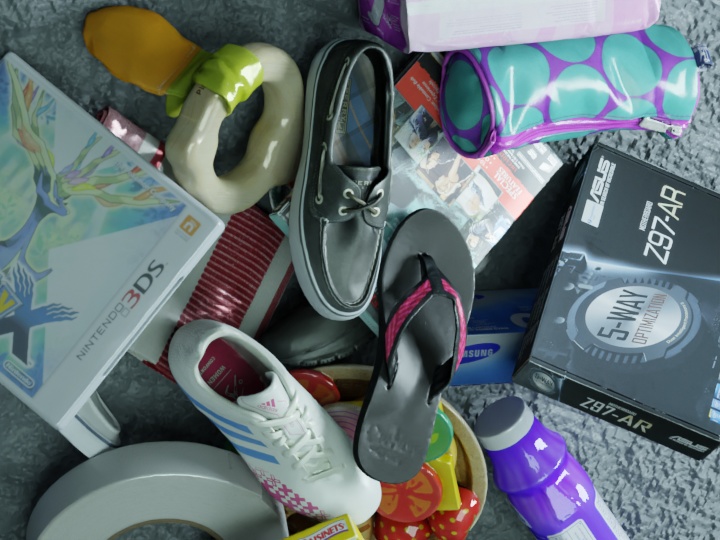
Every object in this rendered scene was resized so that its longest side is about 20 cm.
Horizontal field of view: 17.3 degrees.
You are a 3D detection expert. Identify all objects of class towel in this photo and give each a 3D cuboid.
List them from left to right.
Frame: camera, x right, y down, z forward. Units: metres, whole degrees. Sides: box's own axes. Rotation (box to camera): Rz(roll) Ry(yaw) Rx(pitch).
[{"bbox_3d":[-0.143,-0.008,1.715,0.200,0.023,0.145,34,76,-32],"label":"towel"}]

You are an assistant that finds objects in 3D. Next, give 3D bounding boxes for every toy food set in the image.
[{"bbox_3d":[-0.003,0.152,1.792,0.199,0.049,0.199,-3,123,16],"label":"toy food set"}]

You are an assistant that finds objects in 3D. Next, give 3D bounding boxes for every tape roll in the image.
[{"bbox_3d":[-0.151,0.209,1.773,0.201,0.037,0.204,-5,133,-6],"label":"tape roll"}]

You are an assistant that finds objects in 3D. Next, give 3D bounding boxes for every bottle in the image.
[{"bbox_3d":[0.158,0.187,1.882,0.065,0.084,0.200,-36,118,-2],"label":"bottle"}]

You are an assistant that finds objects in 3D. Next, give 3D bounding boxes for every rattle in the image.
[{"bbox_3d":[-0.105,-0.100,1.712,0.200,0.142,0.131,30,70,-63],"label":"rattle"}]

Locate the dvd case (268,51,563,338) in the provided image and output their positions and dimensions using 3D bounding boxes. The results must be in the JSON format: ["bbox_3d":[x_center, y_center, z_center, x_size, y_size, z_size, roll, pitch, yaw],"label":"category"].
[{"bbox_3d":[0.044,-0.060,1.736,0.146,0.022,0.200,47,68,-18],"label":"dvd case"}]

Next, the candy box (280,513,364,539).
[{"bbox_3d":[-0.033,0.240,1.779,0.102,0.027,0.200,-21,155,1],"label":"candy box"}]

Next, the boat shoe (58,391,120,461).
[{"bbox_3d":[-0.223,0.054,1.710,0.065,0.074,0.200,-34,118,1],"label":"boat shoe"}]

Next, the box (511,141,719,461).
[{"bbox_3d":[0.216,0.021,1.773,0.159,0.044,0.201,23,62,-6],"label":"box"}]

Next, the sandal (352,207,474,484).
[{"bbox_3d":[0.044,0.054,1.693,0.075,0.045,0.201,15,80,-19],"label":"sandal"}]

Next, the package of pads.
[{"bbox_3d":[0.104,-0.206,1.693,0.199,0.120,0.076,-8,107,-16],"label":"package of pads"}]

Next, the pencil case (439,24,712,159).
[{"bbox_3d":[0.156,-0.131,1.737,0.199,0.093,0.085,-8,150,-28],"label":"pencil case"}]

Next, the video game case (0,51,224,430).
[{"bbox_3d":[-0.225,-0.022,1.634,0.200,0.022,0.183,38,87,11],"label":"video game case"}]

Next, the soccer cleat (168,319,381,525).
[{"bbox_3d":[-0.058,0.113,1.692,0.200,0.086,0.070,43,73,-11],"label":"soccer cleat"}]

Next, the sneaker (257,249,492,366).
[{"bbox_3d":[0.000,0.000,1.768,0.200,0.076,0.091,-33,109,-20],"label":"sneaker"}]

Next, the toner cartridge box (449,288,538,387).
[{"bbox_3d":[0.133,0.049,1.815,0.199,0.095,0.043,-3,109,-18],"label":"toner cartridge box"}]

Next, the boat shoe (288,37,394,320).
[{"bbox_3d":[-0.009,-0.065,1.665,0.068,0.057,0.201,1,89,-27],"label":"boat shoe"}]
